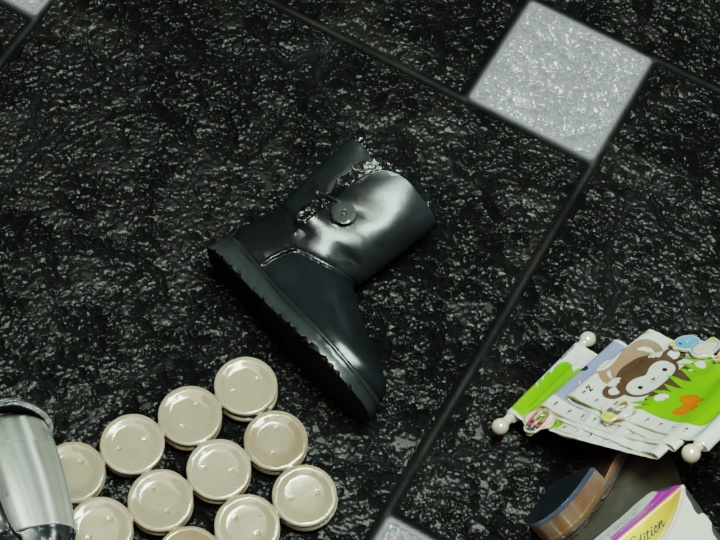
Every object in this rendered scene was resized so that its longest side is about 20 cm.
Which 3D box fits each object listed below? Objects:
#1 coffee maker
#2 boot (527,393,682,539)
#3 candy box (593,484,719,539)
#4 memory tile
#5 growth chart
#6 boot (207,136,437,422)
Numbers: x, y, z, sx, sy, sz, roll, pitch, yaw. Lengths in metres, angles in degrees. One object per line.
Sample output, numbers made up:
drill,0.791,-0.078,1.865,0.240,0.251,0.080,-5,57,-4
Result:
coffee maker,-0.274,0.221,1.244,0.192,0.135,0.200,-34,64,18
boot,0.217,0.163,1.337,0.200,0.075,0.097,-42,95,-28
candy box,0.228,0.271,1.239,0.136,0.061,0.200,-37,88,-20
memory tile,-0.129,0.164,1.330,0.200,0.017,0.154,-25,67,-16
growth chart,0.214,0.090,1.325,0.200,0.018,0.145,6,40,44
boot,0.000,0.000,1.388,0.168,0.076,0.200,-37,64,-16
